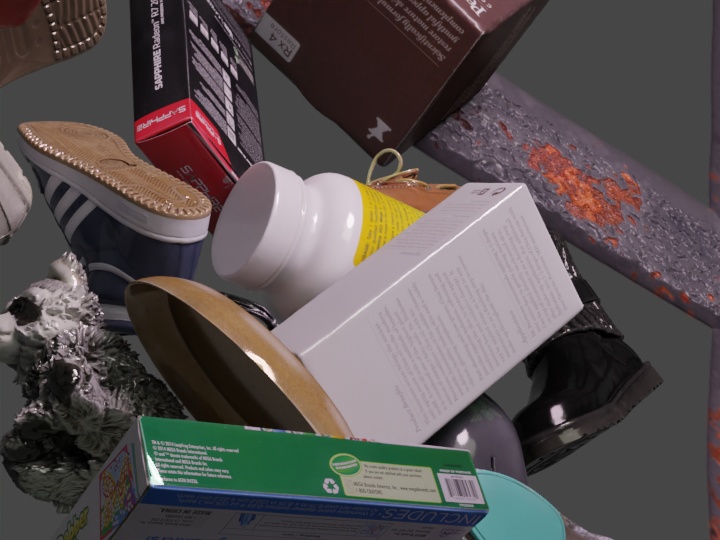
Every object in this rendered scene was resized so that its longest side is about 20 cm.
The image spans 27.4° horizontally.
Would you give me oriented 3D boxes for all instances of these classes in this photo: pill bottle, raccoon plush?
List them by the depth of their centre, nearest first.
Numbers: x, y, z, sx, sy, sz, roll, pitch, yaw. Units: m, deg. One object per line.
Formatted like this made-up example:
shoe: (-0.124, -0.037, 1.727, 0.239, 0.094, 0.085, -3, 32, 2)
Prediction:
raccoon plush: (-0.140, 0.081, 0.898, 0.199, 0.097, 0.135, 34, 29, -26)
pill bottle: (0.000, 0.000, 1.041, 0.199, 0.112, 0.113, 24, 40, -29)

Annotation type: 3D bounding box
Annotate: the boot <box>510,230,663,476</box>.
boot: (0.136, 0.060, 1.130, 0.158, 0.079, 0.211, 55, 30, 8)

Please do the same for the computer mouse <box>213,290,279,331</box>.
computer mouse: (-0.040, 0.084, 0.996, 0.200, 0.034, 0.059, 41, 53, -6)

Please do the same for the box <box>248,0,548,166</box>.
box: (0.045, -0.229, 1.270, 0.166, 0.164, 0.200, 43, 39, 4)

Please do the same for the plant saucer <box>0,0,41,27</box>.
plant saucer: (-0.301, -0.195, 0.968, 0.197, 0.037, 0.200, -6, 29, -10)

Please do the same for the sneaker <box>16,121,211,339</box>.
sneaker: (-0.175, -0.025, 0.984, 0.070, 0.110, 0.199, -8, 28, -40)

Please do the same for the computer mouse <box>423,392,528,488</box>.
computer mouse: (0.080, 0.160, 0.976, 0.137, 0.053, 0.202, 5, 65, -32)

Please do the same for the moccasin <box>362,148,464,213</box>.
moccasin: (0.033, -0.046, 1.159, 0.200, 0.074, 0.078, -3, 45, -37)

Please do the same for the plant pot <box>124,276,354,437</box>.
plant pot: (-0.062, 0.076, 0.871, 0.027, 0.200, 0.200, -42, 82, -21)

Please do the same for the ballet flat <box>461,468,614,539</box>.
ballet flat: (0.117, 0.187, 0.926, 0.199, 0.072, 0.072, 28, 39, -22)

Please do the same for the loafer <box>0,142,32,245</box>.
loafer: (-0.274, -0.084, 0.893, 0.201, 0.069, 0.070, 55, 48, -36)

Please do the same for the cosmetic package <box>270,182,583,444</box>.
cosmetic package: (0.040, 0.037, 0.959, 0.199, 0.071, 0.102, -36, 110, -24)

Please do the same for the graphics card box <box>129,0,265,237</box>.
graphics card box: (-0.120, -0.134, 1.091, 0.126, 0.050, 0.201, 52, 23, -48)

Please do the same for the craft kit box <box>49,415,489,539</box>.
craft kit box: (-0.065, 0.156, 0.784, 0.198, 0.198, 0.049, 10, 43, -32)

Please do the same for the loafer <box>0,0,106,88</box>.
loafer: (-0.272, -0.162, 1.028, 0.199, 0.076, 0.068, -22, 29, -38)
